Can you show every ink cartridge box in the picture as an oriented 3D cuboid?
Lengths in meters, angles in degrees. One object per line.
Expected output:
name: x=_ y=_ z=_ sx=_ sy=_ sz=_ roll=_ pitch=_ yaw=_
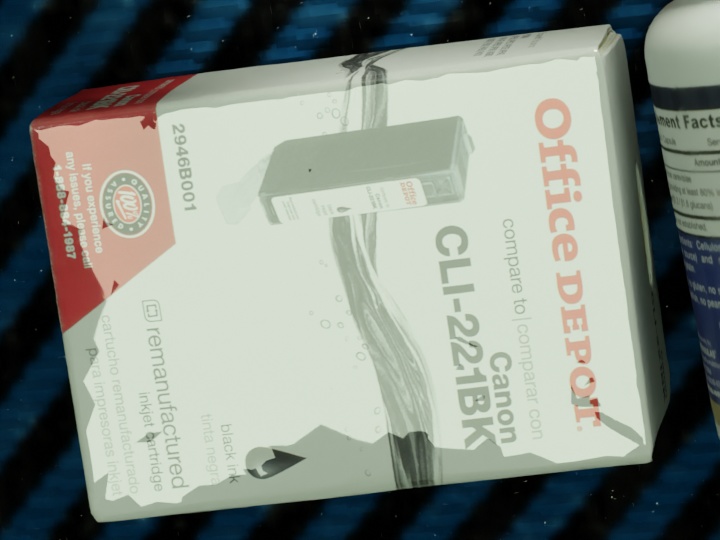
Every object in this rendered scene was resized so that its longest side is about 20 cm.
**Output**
ink cartridge box: x=0.000 y=0.000 z=1.010 sx=0.200 sy=0.084 sz=0.145 roll=-7 pitch=100 yaw=8

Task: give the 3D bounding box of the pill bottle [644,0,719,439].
pill bottle: x=0.156 y=-0.043 z=0.966 sx=0.111 sy=0.111 sz=0.200 roll=-10 pitch=100 yaw=10
